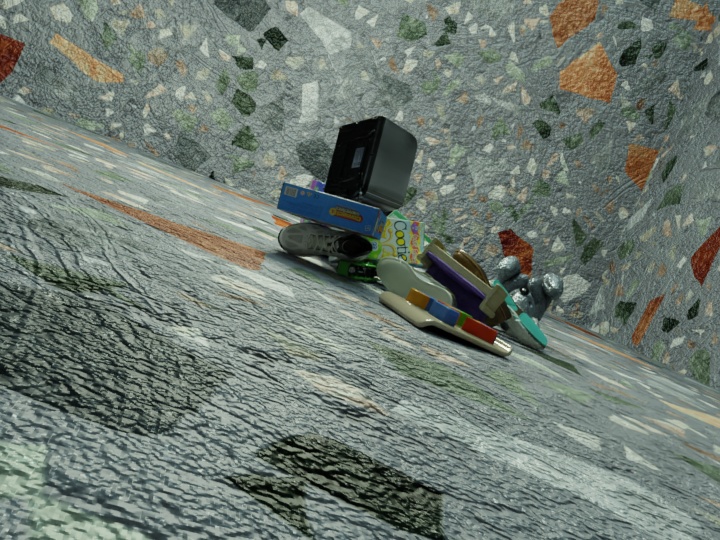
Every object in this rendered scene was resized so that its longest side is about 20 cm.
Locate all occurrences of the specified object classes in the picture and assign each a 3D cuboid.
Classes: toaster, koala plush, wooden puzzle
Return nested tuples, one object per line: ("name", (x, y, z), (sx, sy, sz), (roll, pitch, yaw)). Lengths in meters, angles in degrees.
("toaster", (0.016, -0.220, 1.475), (0.118, 0.202, 0.180), (18, -8, -31))
("koala plush", (0.391, 0.096, 1.687), (0.176, 0.185, 0.200), (23, 26, 10))
("wooden puzzle", (0.154, 0.083, 1.219), (0.199, 0.047, 0.185), (20, 6, -26))

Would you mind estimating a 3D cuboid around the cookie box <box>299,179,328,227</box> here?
("cookie box", (-0.074, -0.126, 1.748), (0.075, 0.172, 0.200), (20, 3, 24))

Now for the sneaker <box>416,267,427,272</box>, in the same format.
("sneaker", (0.187, 0.044, 1.619), (0.199, 0.076, 0.115), (19, 7, -5))

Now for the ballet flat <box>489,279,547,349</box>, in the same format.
("ballet flat", (0.350, 0.111, 1.576), (0.200, 0.072, 0.072), (53, 14, 16))

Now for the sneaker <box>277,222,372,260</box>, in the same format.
("sneaker", (-0.068, -0.064, 1.399), (0.199, 0.076, 0.115), (7, -4, -10))

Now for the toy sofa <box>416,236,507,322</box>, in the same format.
("toy sofa", (0.211, 0.026, 1.474), (0.200, 0.098, 0.083), (41, 2, 29))

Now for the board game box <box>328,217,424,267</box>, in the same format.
("board game box", (0.038, -0.066, 1.580), (0.199, 0.104, 0.105), (7, -10, -22))

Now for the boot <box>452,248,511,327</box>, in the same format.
("boot", (0.253, 0.040, 1.529), (0.201, 0.075, 0.074), (59, -5, 24))

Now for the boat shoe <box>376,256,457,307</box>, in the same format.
("boat shoe", (0.121, 0.035, 1.472), (0.201, 0.072, 0.060), (32, 8, 30))

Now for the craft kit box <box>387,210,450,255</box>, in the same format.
("craft kit box", (0.151, -0.047, 1.850), (0.200, 0.048, 0.198), (42, -21, 17))

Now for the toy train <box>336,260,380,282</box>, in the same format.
("toy train", (0.000, 0.000, 1.494), (0.056, 0.042, 0.200), (12, 2, 18))

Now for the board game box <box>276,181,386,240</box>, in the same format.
("board game box", (-0.053, -0.119, 1.403), (0.199, 0.056, 0.196), (16, 1, 7))

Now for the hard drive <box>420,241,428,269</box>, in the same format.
("hard drive", (0.190, 0.007, 1.719), (0.201, 0.027, 0.132), (54, -8, -19))

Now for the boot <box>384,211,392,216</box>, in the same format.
("boot", (-0.011, -0.122, 1.877), (0.157, 0.212, 0.079), (27, 27, 9))
